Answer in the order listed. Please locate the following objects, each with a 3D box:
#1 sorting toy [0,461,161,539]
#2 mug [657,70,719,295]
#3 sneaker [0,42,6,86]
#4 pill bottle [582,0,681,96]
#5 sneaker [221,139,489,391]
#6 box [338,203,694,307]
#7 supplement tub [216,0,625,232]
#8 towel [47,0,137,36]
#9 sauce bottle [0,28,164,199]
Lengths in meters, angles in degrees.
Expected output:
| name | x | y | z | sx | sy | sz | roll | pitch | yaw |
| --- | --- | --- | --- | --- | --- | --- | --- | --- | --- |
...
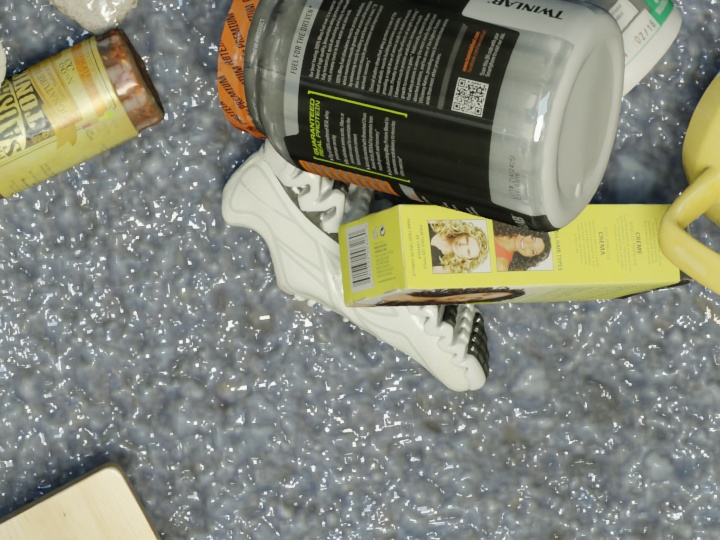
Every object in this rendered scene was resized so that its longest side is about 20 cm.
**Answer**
| name | x | y | z | sx | sy | sz | roll | pitch | yaw |
| --- | --- | --- | --- | --- | --- | --- | --- | --- | --- |
| sorting toy | -0.185 | 0.242 | 1.176 | 0.198 | 0.070 | 0.201 | -28 | 98 | -1 |
| mug | 0.259 | -0.057 | 1.106 | 0.153 | 0.186 | 0.150 | 33 | 107 | 30 |
| sneaker | -0.304 | -0.093 | 1.107 | 0.200 | 0.111 | 0.077 | -40 | 138 | -8 |
| pill bottle | 0.080 | -0.178 | 1.122 | 0.113 | 0.113 | 0.200 | -44 | 98 | 2 |
| sneaker | 0.000 | 0.000 | 1.167 | 0.081 | 0.075 | 0.200 | -37 | 104 | 24 |
| box | 0.091 | -0.009 | 1.122 | 0.199 | 0.075 | 0.050 | -2 | 82 | -29 |
| supplement tub | 0.031 | -0.100 | 1.049 | 0.199 | 0.122 | 0.123 | 16 | 96 | 22 |
| towel | -0.140 | -0.248 | 1.138 | 0.132 | 0.034 | 0.200 | 37 | 93 | -7 |
| sauce bottle | -0.214 | -0.072 | 1.138 | 0.199 | 0.066 | 0.066 | -27 | 98 | 0 |
